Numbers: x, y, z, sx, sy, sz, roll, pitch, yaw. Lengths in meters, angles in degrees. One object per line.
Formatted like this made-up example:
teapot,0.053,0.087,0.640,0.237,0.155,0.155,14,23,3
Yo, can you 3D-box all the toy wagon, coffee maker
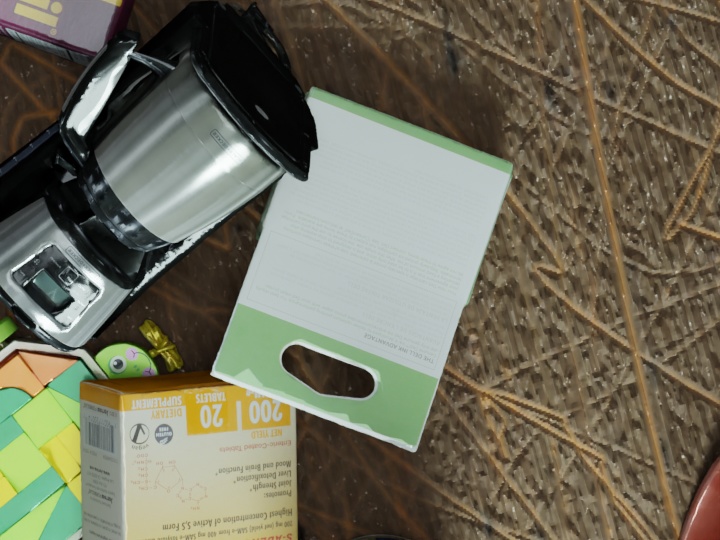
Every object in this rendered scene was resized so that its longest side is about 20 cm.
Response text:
toy wagon,-0.203,0.106,1.344,0.200,0.040,0.155,-38,95,-1
coffee maker,-0.131,-0.060,1.291,0.200,0.192,0.135,-37,88,16

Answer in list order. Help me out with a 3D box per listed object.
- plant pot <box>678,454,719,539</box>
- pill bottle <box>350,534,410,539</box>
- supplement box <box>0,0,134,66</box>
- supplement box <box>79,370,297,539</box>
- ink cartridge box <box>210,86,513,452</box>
plant pot,0.324,0.221,1.320,0.194,0.201,0.202,16,92,-13
pill bottle,0.019,0.235,1.286,0.110,0.200,0.112,0,93,-4
supplement box,-0.231,-0.220,1.293,0.199,0.103,0.132,19,90,-5
supplement box,-0.108,0.168,1.313,0.125,0.073,0.202,-4,95,-30
ink cartridge box,0.000,0.000,1.328,0.145,0.048,0.201,21,80,-5
